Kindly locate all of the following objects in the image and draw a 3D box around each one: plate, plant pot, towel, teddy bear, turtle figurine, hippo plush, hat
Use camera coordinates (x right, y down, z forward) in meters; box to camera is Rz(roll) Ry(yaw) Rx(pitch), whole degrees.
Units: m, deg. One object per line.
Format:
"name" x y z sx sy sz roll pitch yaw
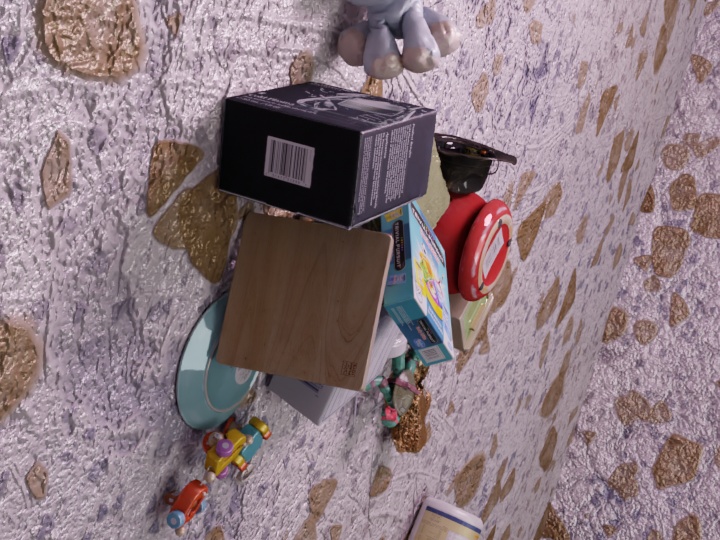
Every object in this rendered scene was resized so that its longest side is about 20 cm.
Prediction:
"plate" -0.177 0.123 1.405 0.200 0.025 0.201 -41 140 -47
"plant pot" 0.151 -0.049 1.772 0.200 0.182 0.201 -46 146 -43
"towel" 0.070 -0.106 1.569 0.200 0.036 0.149 -50 135 -38
"teddy bear" 0.091 0.249 1.991 0.145 0.066 0.201 -52 143 -53
"turtle figurine" 0.057 0.205 1.849 0.201 0.100 0.150 -69 155 -18
"hippo plush" 0.054 -0.370 1.392 0.200 0.159 0.161 -54 150 -31
"hat" 0.160 -0.171 1.707 0.200 0.200 0.081 -13 122 -61

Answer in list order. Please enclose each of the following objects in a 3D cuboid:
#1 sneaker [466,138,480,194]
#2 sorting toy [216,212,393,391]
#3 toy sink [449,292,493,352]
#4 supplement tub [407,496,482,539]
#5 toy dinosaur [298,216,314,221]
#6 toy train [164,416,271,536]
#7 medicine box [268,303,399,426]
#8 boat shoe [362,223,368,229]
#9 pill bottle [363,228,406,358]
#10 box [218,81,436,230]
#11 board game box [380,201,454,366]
"sneaker" 0.180 -0.140 1.894 0.080 0.070 0.201 -23 127 -55
"sorting toy" -0.066 0.042 1.351 0.070 0.198 0.201 37 63 -74
"toy sink" 0.175 0.064 1.940 0.131 0.112 0.200 -60 160 -22
"supplement tub" 0.170 0.615 2.275 0.201 0.144 0.144 -66 154 -12
"toy dinosaur" -0.020 -0.097 1.536 0.199 0.060 0.107 0 113 -41
"toy train" -0.201 0.269 1.426 0.151 0.055 0.200 -62 165 21
"medicine box" -0.022 0.099 1.554 0.200 0.103 0.183 -36 155 -52
"boat shoe" 0.036 -0.160 1.599 0.071 0.064 0.201 -15 120 -60
"pill bottle" 0.042 0.037 1.683 0.111 0.111 0.201 -35 136 -51
"box" -0.039 -0.151 1.299 0.196 0.199 0.125 -25 128 -57
"board game box" 0.079 0.008 1.456 0.151 0.047 0.201 56 25 -45
